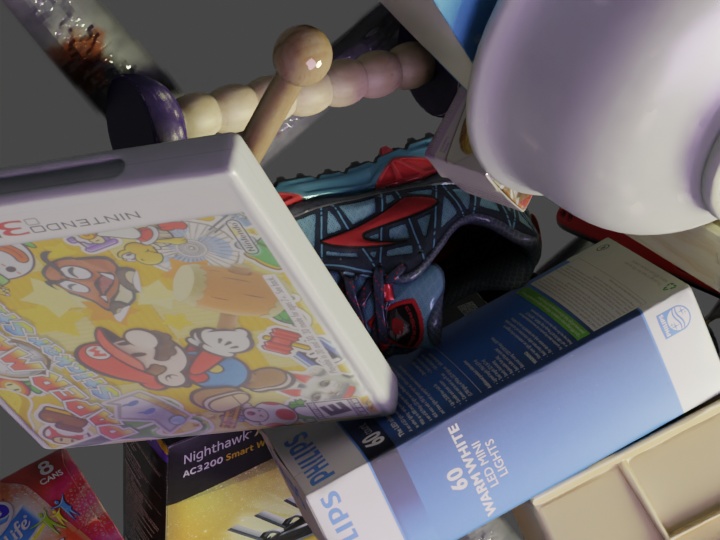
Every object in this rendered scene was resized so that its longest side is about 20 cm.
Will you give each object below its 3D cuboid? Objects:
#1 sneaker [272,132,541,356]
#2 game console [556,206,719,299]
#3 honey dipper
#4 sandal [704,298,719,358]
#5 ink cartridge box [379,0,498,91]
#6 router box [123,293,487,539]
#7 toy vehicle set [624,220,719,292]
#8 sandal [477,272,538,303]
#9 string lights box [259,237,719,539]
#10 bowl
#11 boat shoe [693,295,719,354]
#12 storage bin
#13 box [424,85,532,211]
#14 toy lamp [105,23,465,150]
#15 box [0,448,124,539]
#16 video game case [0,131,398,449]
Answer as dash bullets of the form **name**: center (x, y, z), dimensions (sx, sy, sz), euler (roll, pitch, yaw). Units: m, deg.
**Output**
- **sneaker**: center (0.000, 0.000, 0.930), dimensions (0.199, 0.096, 0.080), euler (-24, 139, -21)
- **game console**: center (0.230, -0.006, 1.064), dimensions (0.199, 0.176, 0.031), euler (0, 104, -41)
- **honey dipper**: center (-0.050, -0.038, 0.791), dimensions (0.038, 0.038, 0.200), euler (-18, 163, -27)
- **sandal**: center (0.258, 0.025, 1.208), dimensions (0.200, 0.058, 0.080), euler (-26, 178, 2)
- **ink cartridge box**: center (0.085, -0.183, 0.795), dimensions (0.200, 0.129, 0.125), euler (-40, 143, -1)
- **router box**: center (-0.028, 0.098, 1.038), dimensions (0.199, 0.052, 0.158), euler (-20, 137, -25)
- **toy vehicle set**: center (0.153, -0.059, 0.920), dimensions (0.123, 0.200, 0.027), euler (-19, 123, -25)
- **sandal**: center (0.107, 0.059, 1.108), dimensions (0.048, 0.075, 0.201), euler (-54, 149, -29)
- **string lights box**: center (0.060, 0.064, 0.922), dimensions (0.199, 0.103, 0.059), euler (-28, 109, -6)
- **bowl**: center (0.146, -0.082, 0.772), dimensions (0.200, 0.090, 0.202), euler (-29, 149, -20)
- **boat shoe**: center (0.093, 0.059, 1.003), dimensions (0.199, 0.062, 0.073), euler (-21, 131, -17)
- **storage bin**: center (0.178, 0.108, 0.989), dimensions (0.197, 0.094, 0.200), euler (-26, 177, -2)
- **box**: center (0.095, -0.124, 0.878), dimensions (0.039, 0.041, 0.201), euler (38, 78, -49)
- **toy lamp**: center (-0.013, -0.084, 0.870), dimensions (0.199, 0.058, 0.059), euler (-17, 137, -29)
- **box**: center (-0.154, 0.198, 0.992), dimensions (0.099, 0.096, 0.201), euler (-27, 141, -16)
- **video game case**: center (-0.099, 0.017, 0.837), dimensions (0.180, 0.023, 0.200), euler (-7, 147, 18)
